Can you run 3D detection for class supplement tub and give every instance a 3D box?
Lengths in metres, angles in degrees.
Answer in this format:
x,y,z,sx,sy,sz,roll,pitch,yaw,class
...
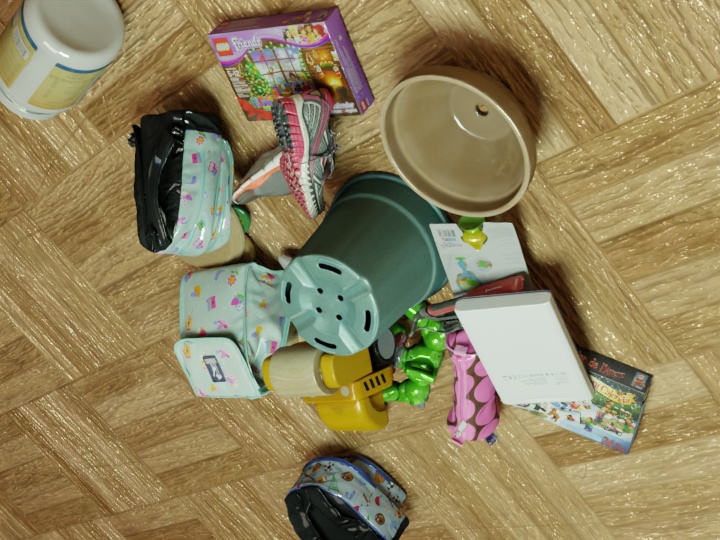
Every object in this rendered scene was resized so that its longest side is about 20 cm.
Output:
x,y,z,sx,sy,sz,roll,pitch,yaw,class
-0.432,-0.311,1.759,0.145,0.145,0.200,46,141,-10,supplement tub

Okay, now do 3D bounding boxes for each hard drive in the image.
x,y,z,sx,sy,sz,roll,pitch,yaw,class
0.220,0.106,1.659,0.131,0.026,0.201,-6,135,27,hard drive

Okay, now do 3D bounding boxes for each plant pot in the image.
x,y,z,sx,sy,sz,roll,pitch,yaw,class
0.000,0.000,1.664,0.198,0.196,0.202,15,124,23,plant pot
0.130,-0.171,1.504,0.199,0.093,0.202,21,138,20,plant pot

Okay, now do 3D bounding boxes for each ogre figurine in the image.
x,y,z,sx,sy,sz,roll,pitch,yaw,class
0.063,0.125,1.839,0.119,0.098,0.202,24,96,9,ogre figurine

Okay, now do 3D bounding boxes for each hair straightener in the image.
x,y,z,sx,sy,sz,roll,pitch,yaw,class
0.152,0.064,1.681,0.199,0.041,0.077,-21,128,32,hair straightener

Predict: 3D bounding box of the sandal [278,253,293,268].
x,y,z,sx,sy,sz,roll,pitch,yaw,class
-0.042,0.020,1.859,0.202,0.050,0.083,31,161,37,sandal

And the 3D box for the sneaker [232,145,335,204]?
x,y,z,sx,sy,sz,roll,pitch,yaw,class
-0.109,-0.126,1.752,0.082,0.077,0.199,42,142,-16,sneaker

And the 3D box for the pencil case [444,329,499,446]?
x,y,z,sx,sy,sz,roll,pitch,yaw,class
0.162,0.160,1.806,0.090,0.093,0.201,28,141,34,pencil case

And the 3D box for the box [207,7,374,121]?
x,y,z,sx,sy,sz,roll,pitch,yaw,class
-0.092,-0.264,1.625,0.198,0.039,0.138,2,129,37,box

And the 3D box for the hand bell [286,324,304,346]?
x,y,z,sx,sy,sz,roll,pitch,yaw,class
-0.060,0.089,1.876,0.104,0.104,0.200,35,151,2,hand bell

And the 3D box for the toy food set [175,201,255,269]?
x,y,z,sx,sy,sz,roll,pitch,yaw,class
-0.254,-0.084,1.924,0.198,0.049,0.199,20,138,22,toy food set

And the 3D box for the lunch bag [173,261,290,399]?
x,y,z,sx,sy,sz,roll,pitch,yaw,class
-0.198,0.099,1.932,0.169,0.202,0.121,-7,165,44,lunch bag

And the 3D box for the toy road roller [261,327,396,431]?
x,y,z,sx,sy,sz,roll,pitch,yaw,class
-0.031,0.162,1.735,0.122,0.199,0.148,-7,96,35,toy road roller

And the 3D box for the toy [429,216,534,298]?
x,y,z,sx,sy,sz,roll,pitch,yaw,class
0.175,-0.003,1.667,0.114,0.048,0.201,0,139,25,toy

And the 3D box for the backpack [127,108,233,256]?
x,y,z,sx,sy,sz,roll,pitch,yaw,class
-0.252,-0.121,1.771,0.166,0.125,0.202,0,89,60,backpack

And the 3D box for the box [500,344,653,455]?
x,y,z,sx,sy,sz,roll,pitch,yaw,class
0.300,0.167,1.751,0.198,0.038,0.137,22,139,19,box

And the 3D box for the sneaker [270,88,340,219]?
x,y,z,sx,sy,sz,roll,pitch,yaw,class
-0.062,-0.147,1.631,0.081,0.074,0.201,56,161,36,sneaker

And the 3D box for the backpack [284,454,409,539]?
x,y,z,sx,sy,sz,roll,pitch,yaw,class
-0.027,0.405,2.153,0.190,0.155,0.199,42,136,-19,backpack
